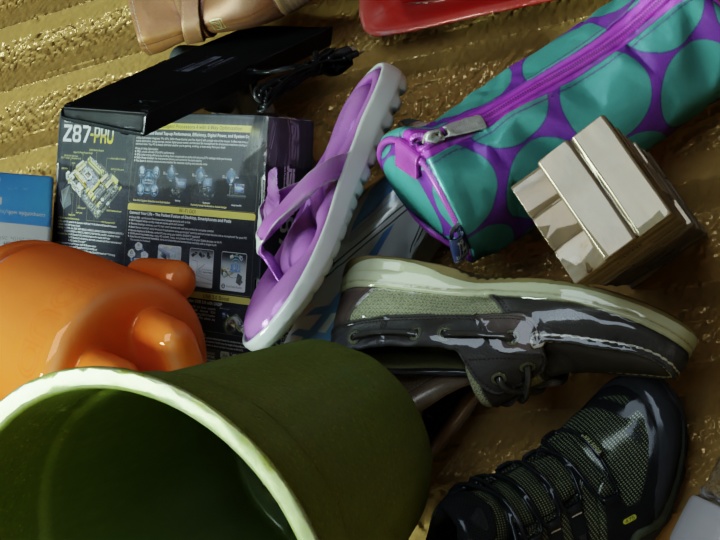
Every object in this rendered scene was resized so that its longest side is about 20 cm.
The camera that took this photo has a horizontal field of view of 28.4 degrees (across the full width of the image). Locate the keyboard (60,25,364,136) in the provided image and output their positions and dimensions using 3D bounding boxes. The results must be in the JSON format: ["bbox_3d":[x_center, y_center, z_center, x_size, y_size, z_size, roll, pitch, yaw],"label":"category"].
[{"bbox_3d":[-0.079,-0.120,0.886,0.126,0.200,0.021,7,117,32],"label":"keyboard"}]

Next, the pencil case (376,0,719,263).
[{"bbox_3d":[0.111,-0.087,0.780,0.199,0.093,0.085,-34,57,-5],"label":"pencil case"}]

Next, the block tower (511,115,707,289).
[{"bbox_3d":[0.127,-0.029,0.703,0.054,0.200,0.058,-35,77,14],"label":"block tower"}]

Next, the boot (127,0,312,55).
[{"bbox_3d":[-0.092,-0.236,0.987,0.154,0.077,0.202,-21,54,10],"label":"boot"}]

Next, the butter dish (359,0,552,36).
[{"bbox_3d":[0.064,-0.271,0.884,0.198,0.148,0.202,-7,67,29],"label":"butter dish"}]

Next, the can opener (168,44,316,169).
[{"bbox_3d":[-0.074,-0.077,0.930,0.054,0.066,0.201,-61,43,34],"label":"can opener"}]

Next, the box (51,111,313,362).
[{"bbox_3d":[-0.120,-0.019,0.911,0.198,0.049,0.163,6,95,40],"label":"box"}]

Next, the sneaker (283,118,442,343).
[{"bbox_3d":[0.000,0.000,0.850,0.072,0.072,0.201,32,82,23],"label":"sneaker"}]

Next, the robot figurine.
[{"bbox_3d":[-0.166,0.046,0.819,0.199,0.116,0.145,17,82,43],"label":"robot figurine"}]

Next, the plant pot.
[{"bbox_3d":[-0.056,0.115,0.675,0.198,0.190,0.203,7,107,25],"label":"plant pot"}]

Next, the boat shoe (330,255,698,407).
[{"bbox_3d":[0.074,0.040,0.744,0.199,0.072,0.067,9,72,27],"label":"boat shoe"}]

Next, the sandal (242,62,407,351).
[{"bbox_3d":[-0.033,-0.042,0.806,0.082,0.050,0.204,-42,20,53],"label":"sandal"}]

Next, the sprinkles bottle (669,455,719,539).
[{"bbox_3d":[0.225,0.062,0.688,0.068,0.068,0.201,26,84,37],"label":"sprinkles bottle"}]

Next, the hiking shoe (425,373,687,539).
[{"bbox_3d":[0.088,0.130,0.722,0.201,0.101,0.076,-51,54,3],"label":"hiking shoe"}]

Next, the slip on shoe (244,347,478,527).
[{"bbox_3d":[-0.006,0.119,0.806,0.200,0.076,0.061,-48,45,-4],"label":"slip on shoe"}]

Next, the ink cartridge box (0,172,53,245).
[{"bbox_3d":[-0.247,0.049,0.953,0.067,0.116,0.202,4,64,-14],"label":"ink cartridge box"}]
